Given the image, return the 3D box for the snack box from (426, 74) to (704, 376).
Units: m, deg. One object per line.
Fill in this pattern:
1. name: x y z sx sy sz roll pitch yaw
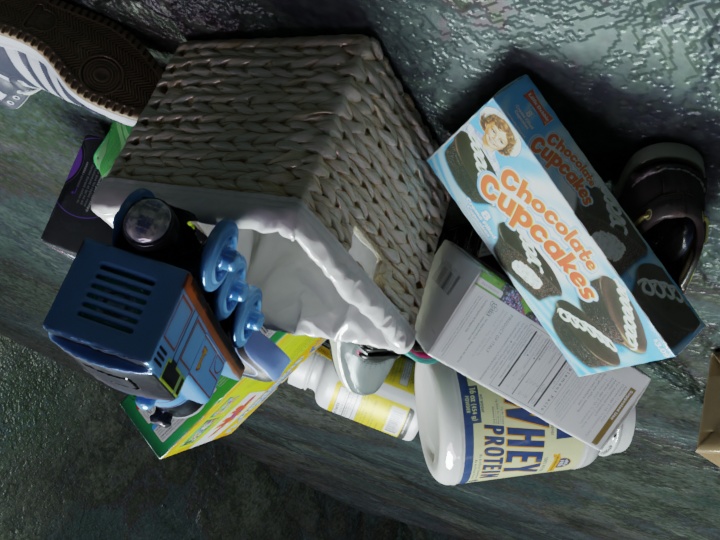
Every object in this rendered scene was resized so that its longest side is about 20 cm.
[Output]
1. snack box: 0.135 -0.023 0.575 0.201 0.037 0.116 55 158 1

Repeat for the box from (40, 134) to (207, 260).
1. box: -0.202 -0.041 0.858 0.197 0.124 0.106 19 169 7

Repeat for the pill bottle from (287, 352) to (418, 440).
1. pill bottle: 0.000 0.159 1.188 0.197 0.113 0.112 21 160 0

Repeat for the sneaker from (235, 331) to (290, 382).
1. sneaker: -0.157 0.058 0.692 0.198 0.079 0.070 25 164 13

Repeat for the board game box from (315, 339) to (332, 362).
1. board game box: -0.054 0.067 0.999 0.198 0.057 0.165 31 175 7

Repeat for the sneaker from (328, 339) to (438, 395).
1. sneaker: 0.034 0.059 0.760 0.082 0.203 0.121 -9 -145 -25

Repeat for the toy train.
1. toy train: -0.123 0.032 0.536 0.085 0.116 0.201 19 158 10

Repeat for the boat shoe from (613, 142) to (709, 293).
1. boat shoe: 0.203 0.002 0.602 0.070 0.061 0.203 4 141 8

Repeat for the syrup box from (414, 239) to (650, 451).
1. syrup box: 0.137 0.064 0.688 0.198 0.082 0.079 30 -171 -23

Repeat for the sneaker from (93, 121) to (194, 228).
1. sneaker: -0.196 -0.079 0.751 0.083 0.203 0.074 27 -154 30

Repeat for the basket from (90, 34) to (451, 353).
1. basket: -0.056 -0.057 0.637 0.197 0.163 0.198 6 155 32

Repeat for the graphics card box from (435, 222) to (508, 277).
1. graphics card box: 0.139 0.003 0.756 0.125 0.052 0.199 31 156 -24

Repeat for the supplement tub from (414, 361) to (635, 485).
1. supplement tub: 0.163 0.135 0.848 0.196 0.147 0.145 -5 161 -7

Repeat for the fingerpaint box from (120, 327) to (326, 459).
1. fingerpaint box: -0.119 0.086 0.839 0.074 0.200 0.167 48 -170 12

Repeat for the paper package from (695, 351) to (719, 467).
1. paper package: 0.446 0.157 0.763 0.199 0.105 0.190 32 156 -25

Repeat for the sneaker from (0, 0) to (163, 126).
1. sneaker: -0.247 -0.164 0.685 0.198 0.071 0.109 30 154 -3
